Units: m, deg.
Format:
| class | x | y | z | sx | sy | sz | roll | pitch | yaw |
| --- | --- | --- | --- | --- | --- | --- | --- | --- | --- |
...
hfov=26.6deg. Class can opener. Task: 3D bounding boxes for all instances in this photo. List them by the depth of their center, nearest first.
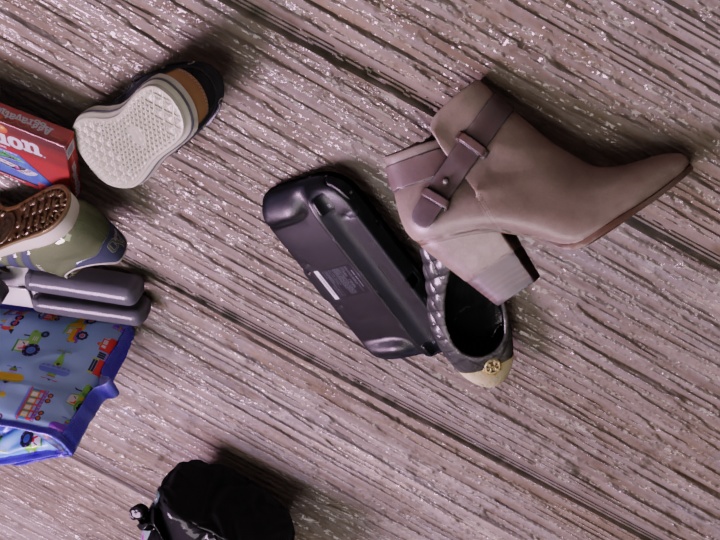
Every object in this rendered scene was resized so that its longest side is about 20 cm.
| class | x | y | z | sx | sy | sz | roll | pitch | yaw |
| --- | --- | --- | --- | --- | --- | --- | --- | --- | --- |
| can opener | -0.296 | 0.028 | 1.416 | 0.199 | 0.067 | 0.053 | 7 | 135 | 19 |

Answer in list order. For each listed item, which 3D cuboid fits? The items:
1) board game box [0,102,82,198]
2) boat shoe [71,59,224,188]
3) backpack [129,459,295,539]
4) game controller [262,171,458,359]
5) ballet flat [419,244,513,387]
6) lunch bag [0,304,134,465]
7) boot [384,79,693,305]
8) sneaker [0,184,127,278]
| class | x | y | z | sx | sy | sz | roll | pitch | yaw |
| --- | --- | --- | --- | --- | --- | --- | --- | --- | --- |
| board game box | -0.335 | -0.123 | 1.302 | 0.199 | 0.020 | 0.103 | 21 | 154 | 4 |
| boat shoe | -0.170 | -0.118 | 1.222 | 0.075 | 0.062 | 0.200 | 56 | 146 | -9 |
| backpack | -0.152 | 0.292 | 1.564 | 0.167 | 0.127 | 0.200 | 34 | 138 | 7 |
| game controller | 0.000 | 0.000 | 1.283 | 0.104 | 0.042 | 0.200 | -6 | 130 | 48 |
| ballet flat | 0.087 | 0.023 | 1.232 | 0.066 | 0.057 | 0.201 | -25 | 127 | -10 |
| lunch bag | -0.313 | 0.105 | 1.437 | 0.199 | 0.151 | 0.094 | -3 | 131 | 27 |
| boot | 0.121 | -0.076 | 1.118 | 0.200 | 0.070 | 0.147 | -34 | 88 | 6 |
| sneaker | -0.287 | -0.021 | 1.364 | 0.200 | 0.067 | 0.090 | -10 | 147 | 45 |
